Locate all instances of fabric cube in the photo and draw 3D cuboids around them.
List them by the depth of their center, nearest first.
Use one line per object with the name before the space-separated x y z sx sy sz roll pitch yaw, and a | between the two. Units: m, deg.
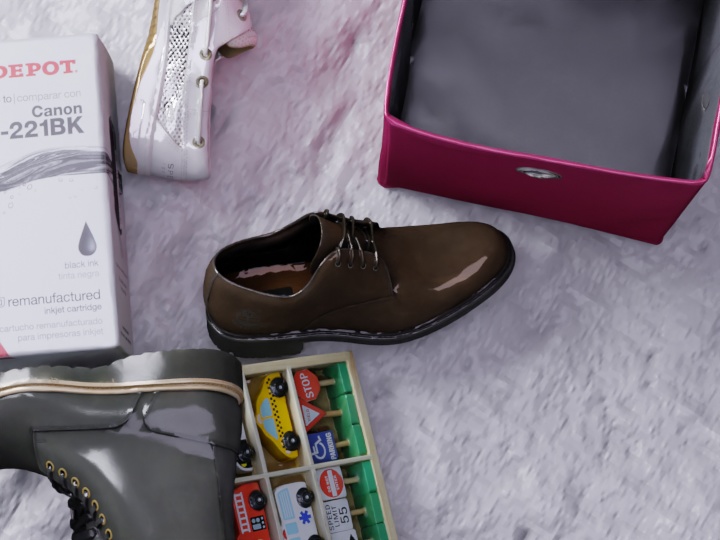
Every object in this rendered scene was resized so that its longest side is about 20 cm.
fabric cube | 0.120 -0.142 1.513 0.195 0.199 0.202 11 81 1

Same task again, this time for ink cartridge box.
ink cartridge box | -0.222 -0.040 1.552 0.143 0.084 0.202 -5 80 0

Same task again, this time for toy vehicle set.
toy vehicle set | -0.038 0.155 1.518 0.124 0.026 0.202 -8 79 -35

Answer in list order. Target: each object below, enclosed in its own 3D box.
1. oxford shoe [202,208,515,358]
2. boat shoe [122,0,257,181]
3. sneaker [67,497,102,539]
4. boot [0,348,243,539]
oxford shoe | 0.000 0.000 1.539 0.198 0.085 0.073 -13 53 -6
boat shoe | -0.099 -0.155 1.582 0.069 0.071 0.202 12 89 1
sneaker | -0.166 0.172 1.522 0.121 0.084 0.200 -38 84 -16
boot | -0.163 0.129 1.441 0.198 0.077 0.139 -13 64 17
